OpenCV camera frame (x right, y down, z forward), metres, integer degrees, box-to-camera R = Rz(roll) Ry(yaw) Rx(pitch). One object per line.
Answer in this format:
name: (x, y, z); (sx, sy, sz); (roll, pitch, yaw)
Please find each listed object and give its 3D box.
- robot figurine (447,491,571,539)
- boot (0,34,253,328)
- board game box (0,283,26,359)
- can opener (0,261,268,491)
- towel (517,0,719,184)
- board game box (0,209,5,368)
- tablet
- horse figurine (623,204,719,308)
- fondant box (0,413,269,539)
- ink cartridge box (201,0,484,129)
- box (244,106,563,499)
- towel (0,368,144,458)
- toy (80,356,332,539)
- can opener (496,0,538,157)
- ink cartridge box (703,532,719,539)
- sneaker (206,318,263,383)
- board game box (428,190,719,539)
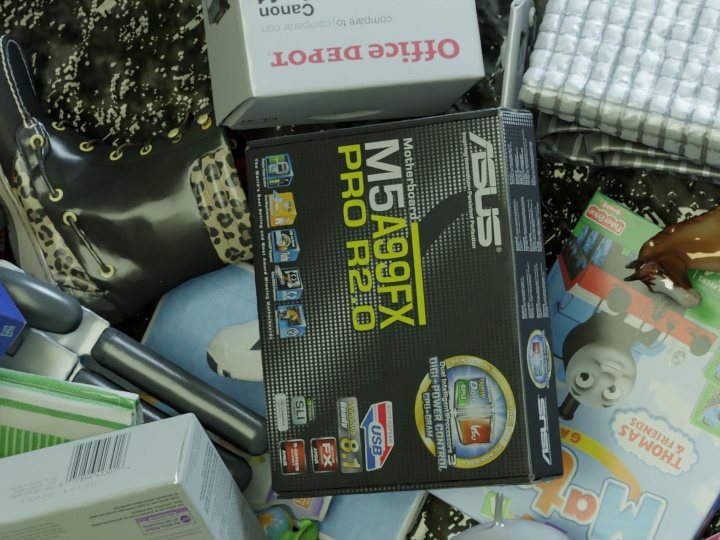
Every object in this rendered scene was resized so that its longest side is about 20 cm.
robot figurine: (0.096, 0.222, 1.508); (0.170, 0.113, 0.200); (-29, 96, 7)
boot: (-0.145, -0.067, 1.629); (0.150, 0.073, 0.200); (-21, 74, 11)
board game box: (-0.280, 0.017, 1.544); (0.135, 0.045, 0.200); (-53, 46, 15)
can opener: (-0.145, 0.058, 1.553); (0.200, 0.067, 0.053); (30, 84, 7)
towel: (0.190, -0.138, 1.520); (0.165, 0.086, 0.200); (13, 65, 10)
board game box: (-0.279, 0.046, 1.642); (0.200, 0.062, 0.200); (-36, 73, 18)
tablet: (-0.043, 0.078, 1.623); (0.200, 0.014, 0.130); (25, 92, 16)
horse figurine: (0.256, -0.034, 1.523); (0.132, 0.050, 0.200); (32, 75, 21)
fondant box: (-0.122, 0.181, 1.541); (0.144, 0.200, 0.058); (-14, 37, 18)
ink cartridge box: (-0.018, -0.192, 1.578); (0.147, 0.086, 0.200); (-6, 81, -16)
box: (0.022, 0.020, 1.478); (0.160, 0.044, 0.200); (-5, 88, 29)
towel: (-0.185, 0.136, 1.584); (0.152, 0.200, 0.023); (10, 43, 16)
toy: (-0.120, 0.128, 1.611); (0.200, 0.047, 0.115); (22, 99, 16)
can opener: (0.100, -0.060, 1.579); (0.067, 0.053, 0.200); (4, 87, 15)
ink cartridge box: (0.271, 0.182, 1.436); (0.083, 0.200, 0.147); (-15, 78, -28)
sneaker: (0.000, 0.000, 1.561); (0.199, 0.079, 0.130); (-6, 79, 38)
board game box: (0.151, 0.078, 1.561); (0.151, 0.037, 0.200); (30, 94, 15)
